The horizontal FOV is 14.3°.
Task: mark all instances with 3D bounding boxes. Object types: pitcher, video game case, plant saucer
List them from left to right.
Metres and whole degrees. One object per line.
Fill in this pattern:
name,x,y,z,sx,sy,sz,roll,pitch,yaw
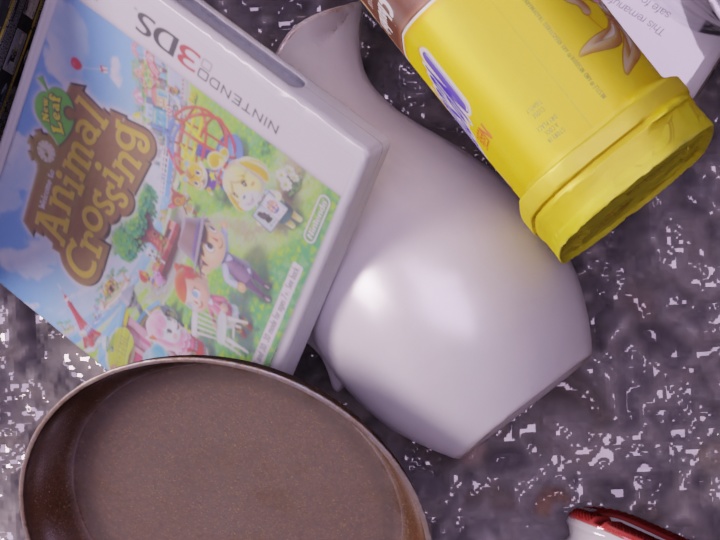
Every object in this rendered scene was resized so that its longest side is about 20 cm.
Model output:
video game case,-0.091,-0.032,1.326,0.182,0.022,0.200,37,129,18
plant saucer,-0.060,0.116,1.344,0.200,0.032,0.201,8,125,12
pitcher,0.000,0.000,1.357,0.172,0.121,0.200,-42,83,31

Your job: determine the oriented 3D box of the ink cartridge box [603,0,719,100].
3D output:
ink cartridge box,0.123,-0.160,1.363,0.147,0.083,0.200,33,89,4

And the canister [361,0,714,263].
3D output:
canister,0.058,-0.109,1.250,0.087,0.149,0.200,-38,83,1

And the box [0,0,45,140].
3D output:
box,-0.194,-0.091,1.342,0.049,0.161,0.200,21,89,5

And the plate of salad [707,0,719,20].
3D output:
plate of salad,0.236,-0.169,1.297,0.200,0.048,0.201,0,87,-10

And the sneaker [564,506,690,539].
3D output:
sneaker,0.171,0.199,1.351,0.200,0.078,0.116,25,98,22
